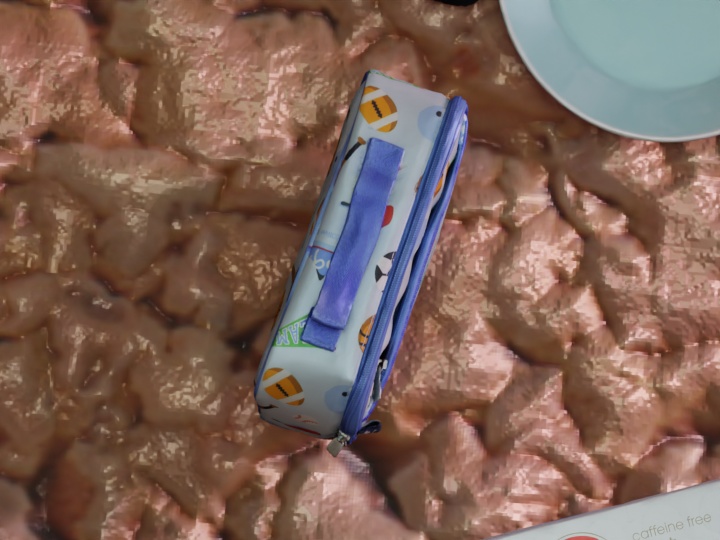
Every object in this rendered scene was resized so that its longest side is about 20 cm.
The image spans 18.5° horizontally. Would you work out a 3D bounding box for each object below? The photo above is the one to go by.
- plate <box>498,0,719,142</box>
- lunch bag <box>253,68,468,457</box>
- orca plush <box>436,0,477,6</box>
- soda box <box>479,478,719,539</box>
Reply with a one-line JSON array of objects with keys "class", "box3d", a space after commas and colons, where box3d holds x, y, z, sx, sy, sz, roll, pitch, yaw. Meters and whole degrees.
[{"class": "plate", "box3d": [0.176, -0.171, 1.294, 0.198, 0.026, 0.202, 1, 80, -3]}, {"class": "lunch bag", "box3d": [0.000, 0.000, 1.188, 0.075, 0.160, 0.201, 18, 79, 0]}, {"class": "orca plush", "box3d": [0.012, -0.245, 1.272, 0.105, 0.071, 0.201, -22, 83, -7]}, {"class": "soda box", "box3d": [0.149, 0.163, 1.220, 0.199, 0.064, 0.069, -14, 81, -6]}]
